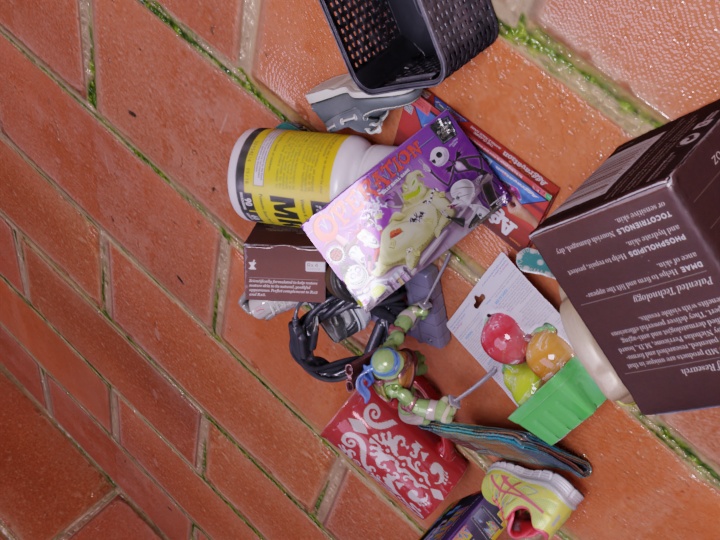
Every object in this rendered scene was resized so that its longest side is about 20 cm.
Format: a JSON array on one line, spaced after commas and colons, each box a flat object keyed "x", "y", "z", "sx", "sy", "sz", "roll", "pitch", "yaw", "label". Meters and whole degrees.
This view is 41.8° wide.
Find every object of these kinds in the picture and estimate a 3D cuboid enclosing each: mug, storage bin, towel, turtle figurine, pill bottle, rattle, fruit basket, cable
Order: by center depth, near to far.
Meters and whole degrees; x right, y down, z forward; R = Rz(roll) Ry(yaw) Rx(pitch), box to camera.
[{"x": 0.032, "y": -0.285, "z": 0.910, "sx": 0.134, "sy": 0.094, "sz": 0.202, "roll": 4, "pitch": 125, "yaw": 49, "label": "storage bin"}, {"x": 0.265, "y": 0.025, "z": 0.969, "sx": 0.143, "sy": 0.129, "sz": 0.202, "roll": -47, "pitch": 53, "yaw": 41, "label": "rattle"}, {"x": -0.046, "y": -0.104, "z": 1.103, "sx": 0.197, "sy": 0.115, "sz": 0.115, "roll": 8, "pitch": 131, "yaw": 25, "label": "pill bottle"}, {"x": 0.202, "y": 0.094, "z": 1.106, "sx": 0.201, "sy": 0.093, "sz": 0.186, "roll": 53, "pitch": 149, "yaw": 16, "label": "fruit basket"}, {"x": 0.088, "y": 0.120, "z": 1.175, "sx": 0.144, "sy": 0.200, "sz": 0.194, "roll": 45, "pitch": 171, "yaw": 17, "label": "turtle figurine"}, {"x": -0.014, "y": 0.080, "z": 1.237, "sx": 0.201, "sy": 0.161, "sz": 0.051, "roll": 85, "pitch": 164, "yaw": -53, "label": "cable"}, {"x": 0.187, "y": 0.232, "z": 1.243, "sx": 0.146, "sy": 0.022, "sz": 0.199, "roll": 30, "pitch": 161, "yaw": -34, "label": "towel"}, {"x": 0.059, "y": 0.254, "z": 1.393, "sx": 0.200, "sy": 0.133, "sz": 0.178, "roll": 42, "pitch": 149, "yaw": 6, "label": "mug"}]

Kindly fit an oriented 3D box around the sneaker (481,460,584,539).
[{"x": 0.213, "y": 0.316, "z": 1.275, "sx": 0.078, "sy": 0.091, "sz": 0.200, "roll": 38, "pitch": 160, "yaw": -11, "label": "sneaker"}]

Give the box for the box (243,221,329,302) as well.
[{"x": -0.080, "y": -0.029, "z": 1.174, "sx": 0.098, "sy": 0.200, "sz": 0.076, "roll": 3, "pitch": 108, "yaw": 4, "label": "box"}]

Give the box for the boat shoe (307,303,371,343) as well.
[{"x": -0.067, "y": 0.009, "z": 1.297, "sx": 0.201, "sy": 0.071, "sz": 0.072, "roll": 51, "pitch": 154, "yaw": 10, "label": "boat shoe"}]

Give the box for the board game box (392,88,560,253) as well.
[{"x": 0.122, "y": -0.112, "z": 1.044, "sx": 0.199, "sy": 0.019, "sz": 0.103, "roll": 40, "pitch": 147, "yaw": 17, "label": "board game box"}]

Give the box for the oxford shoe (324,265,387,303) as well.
[{"x": 0.000, "y": 0.000, "z": 1.126, "sx": 0.083, "sy": 0.199, "sz": 0.074, "roll": -7, "pitch": 97, "yaw": 26, "label": "oxford shoe"}]

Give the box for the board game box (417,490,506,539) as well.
[{"x": 0.127, "y": 0.415, "z": 1.402, "sx": 0.057, "sy": 0.199, "sz": 0.165, "roll": 48, "pitch": 147, "yaw": 5, "label": "board game box"}]

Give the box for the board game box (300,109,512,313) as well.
[{"x": 0.048, "y": -0.062, "z": 1.007, "sx": 0.121, "sy": 0.199, "sz": 0.032, "roll": 52, "pitch": -174, "yaw": 1, "label": "board game box"}]

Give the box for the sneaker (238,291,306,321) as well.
[{"x": -0.116, "y": 0.039, "z": 1.415, "sx": 0.078, "sy": 0.099, "sz": 0.199, "roll": 56, "pitch": 148, "yaw": -11, "label": "sneaker"}]

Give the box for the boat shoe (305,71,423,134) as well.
[{"x": 0.011, "y": -0.187, "z": 1.056, "sx": 0.199, "sy": 0.073, "sz": 0.062, "roll": 9, "pitch": 129, "yaw": 55, "label": "boat shoe"}]

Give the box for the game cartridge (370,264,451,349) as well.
[{"x": 0.029, "y": 0.023, "z": 1.283, "sx": 0.198, "sy": 0.038, "sz": 0.131, "roll": 20, "pitch": 141, "yaw": 39, "label": "game cartridge"}]

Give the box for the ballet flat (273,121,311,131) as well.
[{"x": -0.034, "y": -0.115, "z": 1.204, "sx": 0.200, "sy": 0.074, "sz": 0.075, "roll": 44, "pitch": 148, "yaw": 14, "label": "ballet flat"}]

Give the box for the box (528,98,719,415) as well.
[{"x": 0.287, "y": -0.012, "z": 0.801, "sx": 0.201, "sy": 0.166, "sz": 0.164, "roll": 54, "pitch": 147, "yaw": -8, "label": "box"}]
